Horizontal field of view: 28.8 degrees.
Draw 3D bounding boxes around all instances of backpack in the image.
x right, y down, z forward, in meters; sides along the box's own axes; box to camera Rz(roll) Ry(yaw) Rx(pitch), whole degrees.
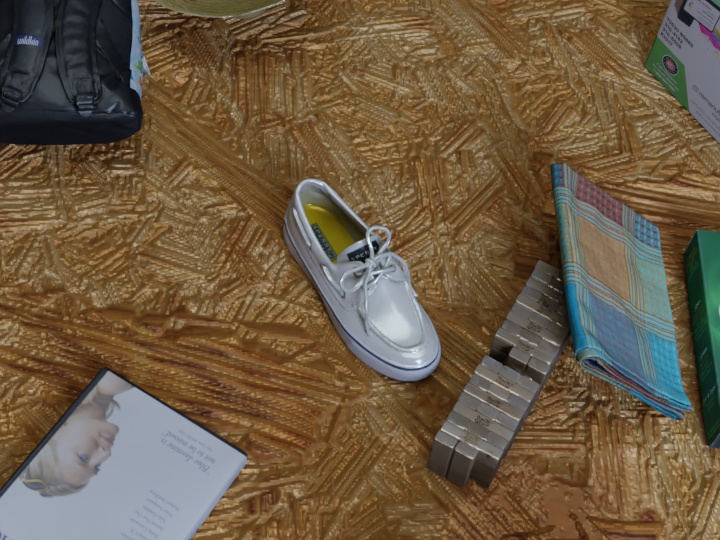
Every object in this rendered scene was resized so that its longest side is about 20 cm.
[{"bbox_3d":[-0.272,-0.212,1.269,0.162,0.154,0.202,-1,78,-6],"label":"backpack"}]

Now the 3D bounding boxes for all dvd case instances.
[{"bbox_3d":[-0.199,0.181,1.073,0.142,0.018,0.200,30,57,12],"label":"dvd case"}]

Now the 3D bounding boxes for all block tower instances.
[{"bbox_3d":[0.125,0.087,1.159,0.054,0.058,0.200,27,58,11],"label":"block tower"}]

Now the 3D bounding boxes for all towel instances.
[{"bbox_3d":[0.221,0.015,1.194,0.146,0.022,0.201,28,46,-35],"label":"towel"}]

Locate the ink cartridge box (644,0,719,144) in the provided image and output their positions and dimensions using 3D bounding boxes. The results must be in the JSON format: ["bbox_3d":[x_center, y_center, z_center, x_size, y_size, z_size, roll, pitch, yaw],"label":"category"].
[{"bbox_3d":[0.366,-0.229,1.318,0.084,0.201,0.145,-26,62,-23],"label":"ink cartridge box"}]

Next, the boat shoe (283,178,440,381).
[{"bbox_3d":[0.004,-0.003,1.184,0.074,0.086,0.202,-23,61,-22],"label":"boat shoe"}]

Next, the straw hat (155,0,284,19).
[{"bbox_3d":[-0.114,-0.294,1.369,0.199,0.085,0.202,-3,59,5],"label":"straw hat"}]

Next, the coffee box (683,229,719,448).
[{"bbox_3d":[0.351,0.061,1.213,0.122,0.044,0.201,4,56,-6],"label":"coffee box"}]
